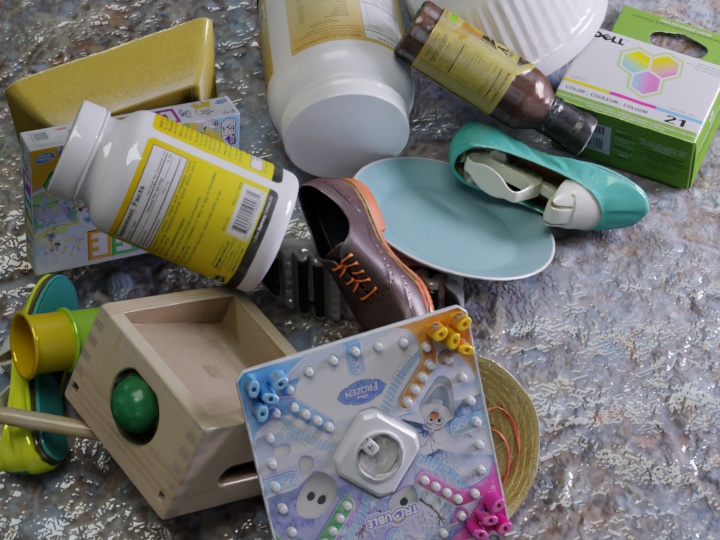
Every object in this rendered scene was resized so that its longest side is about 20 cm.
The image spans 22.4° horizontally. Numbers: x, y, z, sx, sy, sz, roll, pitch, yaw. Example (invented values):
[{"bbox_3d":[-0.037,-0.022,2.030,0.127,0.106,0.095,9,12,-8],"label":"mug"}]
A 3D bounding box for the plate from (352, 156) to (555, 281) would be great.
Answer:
[{"bbox_3d":[0.083,-0.042,1.677,0.198,0.026,0.201,14,31,-8],"label":"plate"}]

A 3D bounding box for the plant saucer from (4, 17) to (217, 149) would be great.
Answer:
[{"bbox_3d":[-0.221,-0.139,1.705,0.198,0.200,0.049,-21,69,-11],"label":"plant saucer"}]

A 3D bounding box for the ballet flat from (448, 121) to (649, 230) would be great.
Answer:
[{"bbox_3d":[0.169,-0.075,1.699,0.198,0.068,0.071,24,46,15],"label":"ballet flat"}]

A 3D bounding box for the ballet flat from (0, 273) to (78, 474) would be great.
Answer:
[{"bbox_3d":[-0.296,0.093,1.623,0.067,0.067,0.202,-21,51,24],"label":"ballet flat"}]

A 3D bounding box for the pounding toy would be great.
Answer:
[{"bbox_3d":[-0.165,0.116,1.534,0.199,0.143,0.184,-9,45,-46],"label":"pounding toy"}]

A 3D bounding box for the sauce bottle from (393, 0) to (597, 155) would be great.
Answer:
[{"bbox_3d":[0.128,-0.176,1.698,0.199,0.065,0.065,32,58,-6],"label":"sauce bottle"}]

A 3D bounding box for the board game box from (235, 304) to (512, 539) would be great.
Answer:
[{"bbox_3d":[0.015,0.151,1.471,0.198,0.202,0.026,-16,16,-13],"label":"board game box"}]

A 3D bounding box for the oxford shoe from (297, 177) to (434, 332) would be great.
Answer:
[{"bbox_3d":[0.001,0.008,1.566,0.071,0.072,0.201,-41,65,26],"label":"oxford shoe"}]

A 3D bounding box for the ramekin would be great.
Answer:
[{"bbox_3d":[0.135,-0.277,1.788,0.198,0.105,0.201,-18,40,16],"label":"ramekin"}]

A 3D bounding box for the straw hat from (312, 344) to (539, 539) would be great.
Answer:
[{"bbox_3d":[0.045,0.145,1.539,0.199,0.203,0.085,-20,17,-11],"label":"straw hat"}]

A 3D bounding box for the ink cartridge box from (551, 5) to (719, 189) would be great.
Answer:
[{"bbox_3d":[0.289,-0.195,1.780,0.146,0.076,0.201,19,59,17],"label":"ink cartridge box"}]

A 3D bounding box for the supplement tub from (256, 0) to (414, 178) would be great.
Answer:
[{"bbox_3d":[-0.024,-0.204,1.765,0.143,0.145,0.202,-7,54,-1],"label":"supplement tub"}]

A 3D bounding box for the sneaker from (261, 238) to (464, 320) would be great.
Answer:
[{"bbox_3d":[0.000,0.000,1.668,0.198,0.076,0.082,10,45,3],"label":"sneaker"}]

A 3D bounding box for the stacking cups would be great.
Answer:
[{"bbox_3d":[-0.210,0.055,1.612,0.198,0.061,0.061,-7,49,-35],"label":"stacking cups"}]

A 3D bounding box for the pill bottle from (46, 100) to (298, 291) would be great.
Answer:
[{"bbox_3d":[-0.163,-0.068,1.566,0.198,0.113,0.113,23,55,-11],"label":"pill bottle"}]

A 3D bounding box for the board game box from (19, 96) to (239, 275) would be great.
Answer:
[{"bbox_3d":[-0.209,-0.078,1.665,0.198,0.136,0.034,-13,39,-22],"label":"board game box"}]
